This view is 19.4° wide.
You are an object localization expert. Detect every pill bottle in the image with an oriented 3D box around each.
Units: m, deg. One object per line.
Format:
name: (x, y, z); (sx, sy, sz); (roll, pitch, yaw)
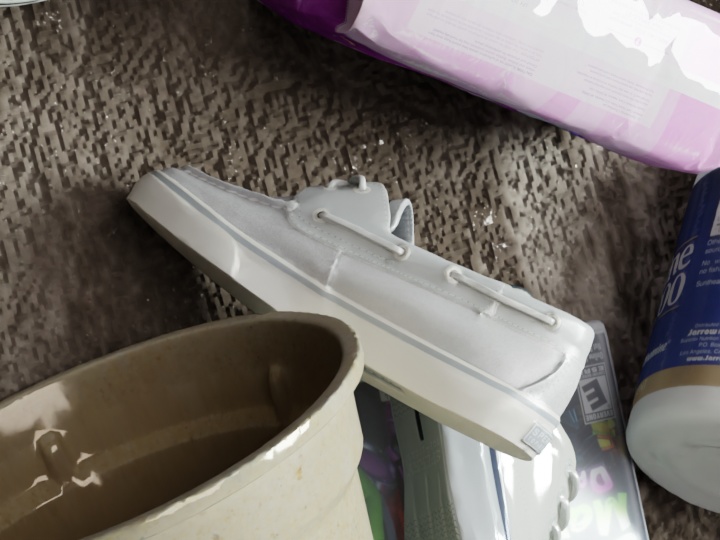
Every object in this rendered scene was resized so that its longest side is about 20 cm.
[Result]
pill bottle: (0.198, 0.007, 0.975); (0.111, 0.111, 0.200); (32, 61, -22)

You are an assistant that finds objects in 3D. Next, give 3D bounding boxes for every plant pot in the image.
plant pot: (-0.062, 0.140, 0.771); (0.200, 0.200, 0.184); (-31, 108, -31)

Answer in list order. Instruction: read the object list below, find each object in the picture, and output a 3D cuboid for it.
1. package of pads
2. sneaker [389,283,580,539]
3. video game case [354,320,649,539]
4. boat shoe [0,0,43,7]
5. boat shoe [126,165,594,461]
package of pads: (0.064, -0.110, 0.910); (0.200, 0.120, 0.076); (19, 95, -27)
sneaker: (0.059, 0.097, 0.876); (0.071, 0.073, 0.201); (-1, 81, -23)
video game case: (0.043, 0.126, 0.918); (0.200, 0.023, 0.182); (-10, 87, -32)
boat shoe: (-0.077, -0.159, 0.834); (0.200, 0.064, 0.071); (-27, 120, -7)
boat shoe: (0.000, 0.000, 0.837); (0.200, 0.072, 0.069); (29, 80, 24)
